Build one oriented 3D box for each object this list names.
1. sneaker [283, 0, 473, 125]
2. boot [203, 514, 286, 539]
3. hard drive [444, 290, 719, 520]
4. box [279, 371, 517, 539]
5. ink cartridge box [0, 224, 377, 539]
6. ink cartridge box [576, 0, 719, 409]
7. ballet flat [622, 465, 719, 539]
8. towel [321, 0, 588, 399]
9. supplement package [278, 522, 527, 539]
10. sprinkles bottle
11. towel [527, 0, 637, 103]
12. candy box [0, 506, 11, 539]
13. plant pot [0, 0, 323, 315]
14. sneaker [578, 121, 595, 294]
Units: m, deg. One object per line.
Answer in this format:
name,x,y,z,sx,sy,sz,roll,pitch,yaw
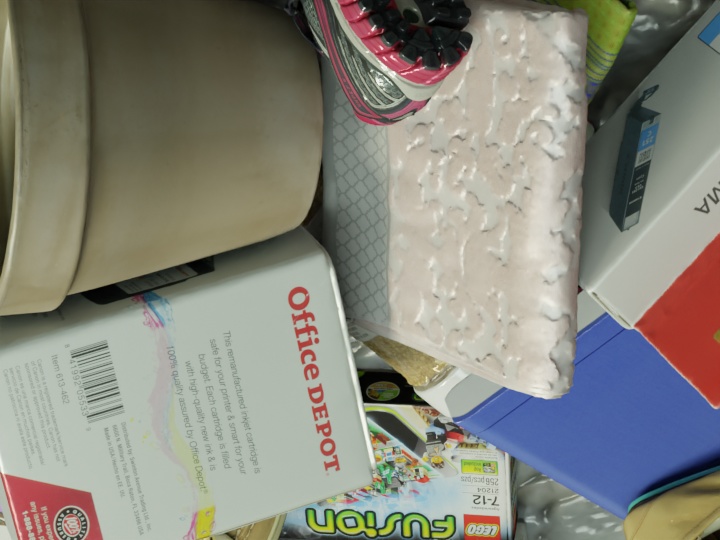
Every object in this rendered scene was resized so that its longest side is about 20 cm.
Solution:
sneaker,-0.019,-0.167,1.430,0.080,0.201,0.075,-12,155,-32
boot,-0.128,0.162,1.604,0.073,0.155,0.200,38,95,27
hard drive,0.156,0.076,1.575,0.132,0.025,0.200,-37,140,19
box,-0.005,0.114,1.692,0.199,0.035,0.111,2,124,10
ink cartridge box,-0.106,0.069,1.510,0.199,0.083,0.146,-16,113,-12
ink cartridge box,0.194,-0.052,1.416,0.200,0.176,0.045,-48,124,4
ballet flat,0.250,0.126,1.607,0.199,0.063,0.069,-29,148,8
towel,0.045,-0.050,1.462,0.191,0.032,0.201,17,112,46
supplement package,0.006,0.236,1.722,0.199,0.118,0.117,-2,123,11
sprinkles bottle,0.000,0.000,1.594,0.200,0.068,0.068,40,122,-16
towel,0.056,-0.107,1.497,0.144,0.023,0.200,47,125,20
candy box,-0.248,0.109,1.658,0.167,0.072,0.200,21,157,-3
plant pot,-0.118,-0.076,1.459,0.173,0.200,0.201,0,127,-19
sneaker,0.116,0.014,1.570,0.081,0.088,0.201,-12,121,18
